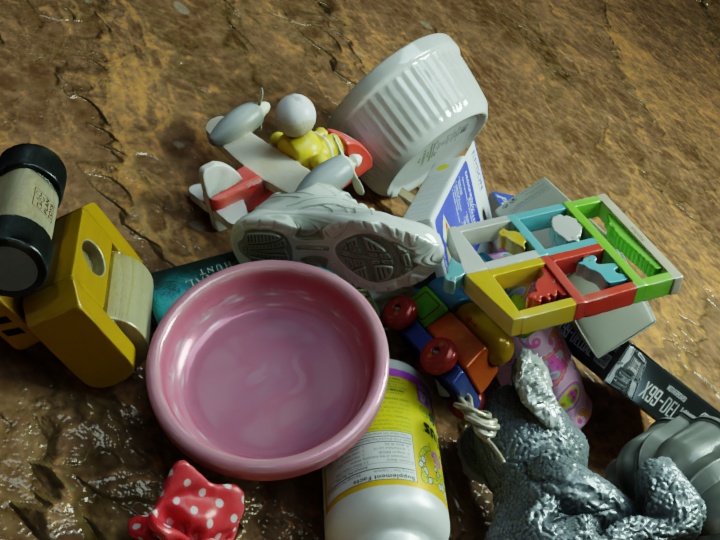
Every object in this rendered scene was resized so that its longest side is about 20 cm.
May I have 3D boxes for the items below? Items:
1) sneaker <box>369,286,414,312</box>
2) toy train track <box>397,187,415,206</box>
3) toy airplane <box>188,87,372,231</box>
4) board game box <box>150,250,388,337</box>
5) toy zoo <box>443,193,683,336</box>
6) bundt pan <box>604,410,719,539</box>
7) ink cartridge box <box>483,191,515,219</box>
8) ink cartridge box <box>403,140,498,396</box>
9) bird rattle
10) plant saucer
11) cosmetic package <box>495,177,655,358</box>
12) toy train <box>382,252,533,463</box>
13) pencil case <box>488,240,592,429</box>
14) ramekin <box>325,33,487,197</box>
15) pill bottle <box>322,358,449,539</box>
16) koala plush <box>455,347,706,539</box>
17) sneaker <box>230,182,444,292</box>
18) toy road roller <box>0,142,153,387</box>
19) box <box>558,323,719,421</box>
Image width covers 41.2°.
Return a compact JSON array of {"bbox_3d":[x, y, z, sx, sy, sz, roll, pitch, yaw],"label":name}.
[{"bbox_3d":[0.000,0.000,0.989,0.198,0.101,0.075,-9,41,-45],"label":"sneaker"},{"bbox_3d":[0.099,-0.072,1.210,0.114,0.033,0.200,33,29,-1],"label":"toy train track"},{"bbox_3d":[-0.088,-0.118,1.023,0.196,0.144,0.200,12,27,1],"label":"toy airplane"},{"bbox_3d":[-0.089,0.037,0.882,0.197,0.028,0.136,-17,56,-21],"label":"board game box"},{"bbox_3d":[0.163,-0.006,0.842,0.196,0.021,0.132,-13,42,-17],"label":"toy zoo"},{"bbox_3d":[0.295,0.237,0.874,0.075,0.204,0.204,-11,53,-29],"label":"bundt pan"},{"bbox_3d":[0.231,-0.011,1.226,0.093,0.044,0.202,7,43,-34],"label":"ink cartridge box"},{"bbox_3d":[0.104,-0.007,1.022,0.046,0.201,0.201,-6,26,22],"label":"ink cartridge box"},{"bbox_3d":[-0.110,0.245,0.664,0.163,0.113,0.201,41,22,-8],"label":"bird rattle"},{"bbox_3d":[-0.074,0.084,0.788,0.196,0.051,0.203,0,51,0],"label":"plant saucer"},{"bbox_3d":[0.217,-0.009,0.995,0.106,0.070,0.201,56,5,-24],"label":"cosmetic package"},{"bbox_3d":[0.112,0.069,0.828,0.200,0.115,0.085,47,-6,49],"label":"toy train"},{"bbox_3d":[0.168,0.072,0.970,0.203,0.086,0.088,65,31,-18],"label":"pencil case"},{"bbox_3d":[0.063,-0.180,1.171,0.199,0.200,0.106,-24,73,-49],"label":"ramekin"},{"bbox_3d":[0.019,0.179,0.797,0.103,0.105,0.202,17,39,-20],"label":"pill bottle"},{"bbox_3d":[0.160,0.184,0.850,0.180,0.179,0.202,-4,52,-26],"label":"koala plush"},{"bbox_3d":[-0.016,-0.044,0.879,0.196,0.079,0.100,9,40,13],"label":"sneaker"},{"bbox_3d":[-0.274,0.011,0.781,0.201,0.144,0.124,55,18,-40],"label":"toy road roller"},{"bbox_3d":[0.299,0.114,1.039,0.199,0.050,0.158,35,6,-24],"label":"box"}]
